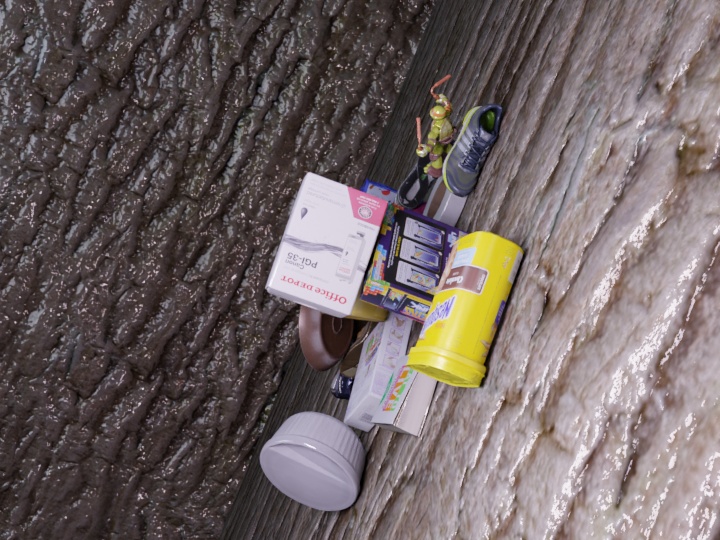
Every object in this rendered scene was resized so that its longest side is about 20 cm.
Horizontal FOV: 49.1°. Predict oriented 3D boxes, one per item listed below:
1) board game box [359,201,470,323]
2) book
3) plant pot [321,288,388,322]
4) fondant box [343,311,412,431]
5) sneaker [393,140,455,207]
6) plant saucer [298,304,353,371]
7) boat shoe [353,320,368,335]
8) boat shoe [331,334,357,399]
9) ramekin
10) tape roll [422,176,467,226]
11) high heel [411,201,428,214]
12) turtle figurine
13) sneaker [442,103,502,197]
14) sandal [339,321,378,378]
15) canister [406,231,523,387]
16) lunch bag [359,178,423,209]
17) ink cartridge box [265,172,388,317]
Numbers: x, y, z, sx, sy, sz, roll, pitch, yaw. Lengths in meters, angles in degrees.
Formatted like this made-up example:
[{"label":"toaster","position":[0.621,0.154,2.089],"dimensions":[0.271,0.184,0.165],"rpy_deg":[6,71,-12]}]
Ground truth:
[{"label":"board game box","position":[0.096,-0.009,1.327],"dimensions":[0.200,0.165,0.057],"rpy_deg":[-76,11,-45]},{"label":"book","position":[0.079,0.206,1.337],"dimensions":[0.134,0.048,0.200],"rpy_deg":[-66,6,-13]},{"label":"plant pot","position":[0.000,0.000,1.555],"dimensions":[0.201,0.200,0.190],"rpy_deg":[155,122,-78]},{"label":"fondant box","position":[0.036,0.199,1.567],"dimensions":[0.144,0.058,0.201],"rpy_deg":[124,165,-50]},{"label":"sneaker","position":[0.137,-0.214,1.781],"dimensions":[0.201,0.076,0.115],"rpy_deg":[-50,6,-15]},{"label":"plant saucer","position":[-0.062,0.110,1.641],"dimensions":[0.200,0.037,0.201],"rpy_deg":[-2,-87,-62]},{"label":"boat shoe","position":[-0.012,0.106,1.777],"dimensions":[0.199,0.073,0.063],"rpy_deg":[-24,46,16]},{"label":"boat shoe","position":[0.003,0.201,1.787],"dimensions":[0.093,0.074,0.201],"rpy_deg":[-3,67,66]},{"label":"ramekin","position":[-0.082,0.354,1.488],"dimensions":[0.094,0.202,0.203],"rpy_deg":[-60,0,-44]},{"label":"tape roll","position":[0.174,-0.140,1.626],"dimensions":[0.203,0.037,0.204],"rpy_deg":[-158,90,-83]},{"label":"high heel","position":[0.114,-0.075,1.703],"dimensions":[0.200,0.067,0.096],"rpy_deg":[-58,9,-15]},{"label":"turtle figurine","position":[0.160,-0.274,1.549],"dimensions":[0.162,0.064,0.201],"rpy_deg":[79,-154,-52]},{"label":"sneaker","position":[0.215,-0.234,1.497],"dimensions":[0.081,0.074,0.201],"rpy_deg":[150,139,-72]},{"label":"sandal","position":[0.023,0.147,1.709],"dimensions":[0.201,0.080,0.054],"rpy_deg":[-61,19,9]},{"label":"canister","position":[0.148,0.055,1.113],"dimensions":[0.149,0.086,0.201],"rpy_deg":[148,145,-76]},{"label":"lunch bag","position":[0.051,-0.099,1.870],"dimensions":[0.124,0.169,0.201],"rpy_deg":[-92,24,-70]},{"label":"ink cartridge box","position":[-0.055,-0.038,1.297],"dimensions":[0.083,0.146,0.201],"rpy_deg":[155,134,-79]}]
